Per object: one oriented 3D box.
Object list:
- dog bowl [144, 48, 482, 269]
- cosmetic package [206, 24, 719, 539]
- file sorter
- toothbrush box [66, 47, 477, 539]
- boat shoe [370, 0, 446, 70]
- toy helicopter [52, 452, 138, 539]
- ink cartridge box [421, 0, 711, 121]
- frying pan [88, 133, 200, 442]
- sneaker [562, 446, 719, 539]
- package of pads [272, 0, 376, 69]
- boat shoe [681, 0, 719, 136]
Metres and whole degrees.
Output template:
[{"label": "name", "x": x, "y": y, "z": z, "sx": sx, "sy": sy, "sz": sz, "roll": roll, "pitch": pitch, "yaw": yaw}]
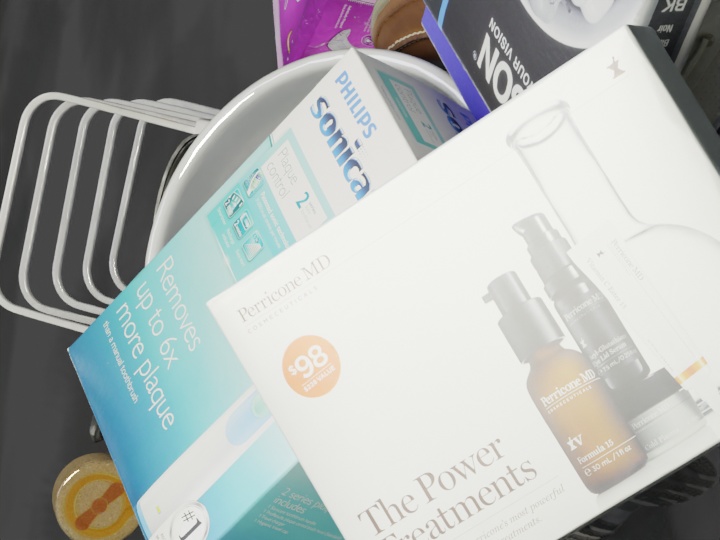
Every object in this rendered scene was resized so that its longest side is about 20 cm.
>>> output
[{"label": "dog bowl", "x": 0.000, "y": 0.000, "z": 1.318, "sx": 0.200, "sy": 0.079, "sz": 0.201, "roll": -10, "pitch": 68, "yaw": 27}, {"label": "cosmetic package", "x": 0.063, "y": 0.023, "z": 1.055, "sx": 0.200, "sy": 0.052, "sz": 0.151, "roll": -34, "pitch": 81, "yaw": 17}, {"label": "file sorter", "x": -0.119, "y": -0.031, "z": 1.637, "sx": 0.200, "sy": 0.124, "sz": 0.139, "roll": -8, "pitch": -69, "yaw": -73}, {"label": "toothbrush box", "x": -0.015, "y": 0.031, "z": 1.190, "sx": 0.200, "sy": 0.085, "sz": 0.147, "roll": -44, "pitch": 48, "yaw": 20}, {"label": "boat shoe", "x": 0.075, "y": -0.118, "z": 1.295, "sx": 0.200, "sy": 0.076, "sz": 0.072, "roll": -21, "pitch": 70, "yaw": 52}, {"label": "toy helicopter", "x": -0.061, "y": 0.089, "z": 1.413, "sx": 0.079, "sy": 0.199, "sz": 0.133, "roll": -135, "pitch": 33, "yaw": -68}, {"label": "ink cartridge box", "x": 0.072, "y": -0.120, "z": 1.171, "sx": 0.198, "sy": 0.043, "sz": 0.200, "roll": -117, "pitch": 33, "yaw": -40}, {"label": "frying pan", "x": -0.091, "y": 0.000, "z": 1.389, "sx": 0.190, "sy": 0.031, "sz": 0.115, "roll": -47, "pitch": -43, "yaw": -64}, {"label": "sneaker", "x": 0.097, "y": 0.065, "z": 1.196, "sx": 0.200, "sy": 0.075, "sz": 0.082, "roll": -21, "pitch": 50, "yaw": 57}, {"label": "package of pads", "x": -0.005, "y": -0.195, "z": 1.615, "sx": 0.121, "sy": 0.075, "sz": 0.200, "roll": 117, "pitch": 156, "yaw": -47}, {"label": "boat shoe", "x": 0.151, "y": -0.142, "z": 1.131, "sx": 0.071, "sy": 0.070, "sz": 0.200, "roll": -112, "pitch": 37, "yaw": -58}]
